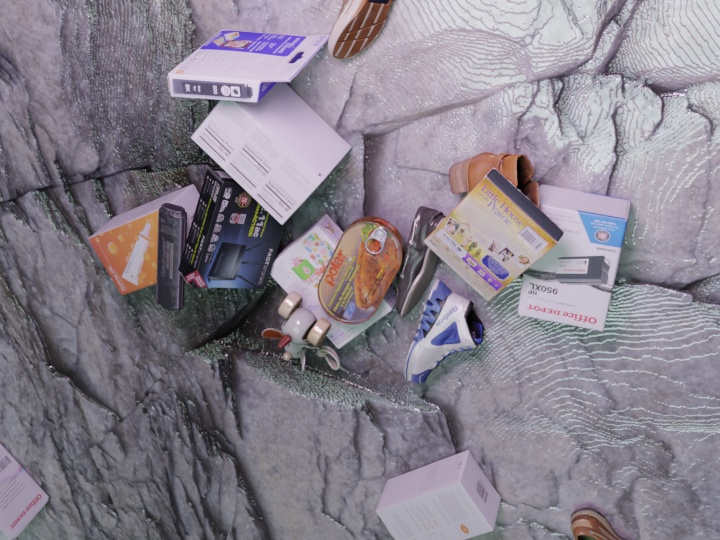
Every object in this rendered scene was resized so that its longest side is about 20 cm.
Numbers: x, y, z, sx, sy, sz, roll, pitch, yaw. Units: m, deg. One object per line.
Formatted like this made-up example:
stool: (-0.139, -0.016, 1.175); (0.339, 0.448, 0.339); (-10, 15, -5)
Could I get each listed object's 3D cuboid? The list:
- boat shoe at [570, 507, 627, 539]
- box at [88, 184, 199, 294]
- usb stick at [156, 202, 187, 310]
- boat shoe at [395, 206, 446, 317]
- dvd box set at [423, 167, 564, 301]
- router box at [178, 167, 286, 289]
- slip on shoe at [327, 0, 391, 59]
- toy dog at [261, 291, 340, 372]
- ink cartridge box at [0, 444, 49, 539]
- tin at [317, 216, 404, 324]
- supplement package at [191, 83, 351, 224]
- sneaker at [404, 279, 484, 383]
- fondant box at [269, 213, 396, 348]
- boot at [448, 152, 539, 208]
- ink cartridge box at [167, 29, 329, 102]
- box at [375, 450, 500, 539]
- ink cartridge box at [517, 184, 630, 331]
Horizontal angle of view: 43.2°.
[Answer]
boat shoe: (0.464, 0.531, 1.686); (0.200, 0.074, 0.076); (41, 122, -4)
box: (-0.370, -0.054, 1.657); (0.198, 0.098, 0.125); (-18, 110, 27)
usb stick: (-0.327, -0.020, 1.575); (0.055, 0.033, 0.202); (19, 122, 17)
boat shoe: (0.095, -0.017, 1.548); (0.057, 0.067, 0.202); (33, 119, 23)
dvd box set: (0.200, -0.051, 1.398); (0.146, 0.029, 0.200); (41, 143, 1)
router box: (-0.210, -0.067, 1.552); (0.062, 0.149, 0.202); (41, 119, 42)
slip on shoe: (0.004, -0.411, 1.371); (0.061, 0.075, 0.201); (61, 138, 29)
toy dog: (-0.118, 0.128, 1.625); (0.131, 0.096, 0.201); (30, 151, 27)
ink cartridge box: (-0.848, 0.515, 2.107); (0.082, 0.146, 0.201); (-30, 104, 31)
tin: (0.000, 0.000, 1.535); (0.111, 0.042, 0.201); (27, 118, -2)
supplement package: (-0.140, -0.206, 1.469); (0.200, 0.156, 0.111); (44, 124, -7)
sneaker: (0.152, 0.123, 1.586); (0.114, 0.081, 0.201); (21, 120, 10)
fondant box: (-0.050, 0.021, 1.617); (0.144, 0.058, 0.200); (-37, 101, 31)
boot: (0.227, -0.089, 1.421); (0.155, 0.076, 0.202); (-1, 108, 54)
ink cartridge box: (-0.164, -0.315, 1.397); (0.198, 0.199, 0.044); (6, 125, 17)
box: (0.150, 0.450, 1.750); (0.199, 0.098, 0.125); (-27, 106, 28)
ink cartridge box: (0.336, -0.018, 1.443); (0.143, 0.084, 0.202); (11, 120, 14)
